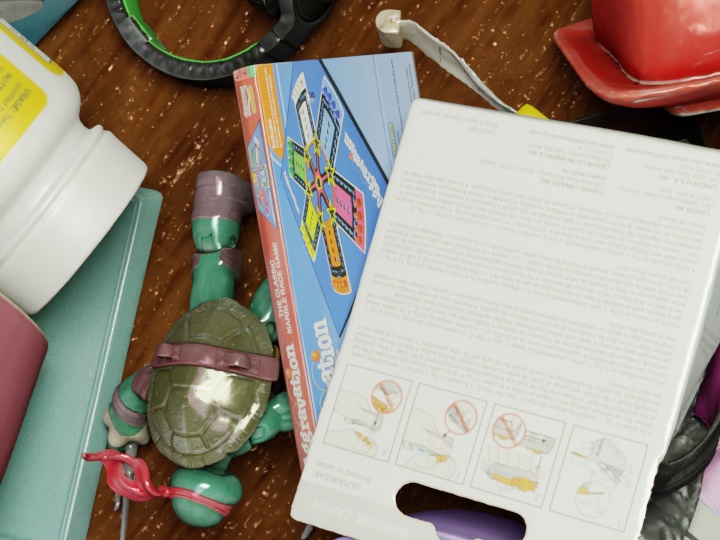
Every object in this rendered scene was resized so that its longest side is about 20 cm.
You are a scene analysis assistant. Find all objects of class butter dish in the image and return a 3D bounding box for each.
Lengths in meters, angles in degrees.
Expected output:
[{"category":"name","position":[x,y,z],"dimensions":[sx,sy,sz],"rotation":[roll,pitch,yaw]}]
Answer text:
[{"category":"butter dish","position":[0.184,-0.166,0.765],"dimensions":[0.197,0.200,0.149],"rotation":[-11,108,3]}]

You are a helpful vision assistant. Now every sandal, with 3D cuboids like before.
[{"category":"sandal","position":[0.138,0.044,0.748],"dimensions":[0.075,0.048,0.202],"rotation":[22,82,-3]}]

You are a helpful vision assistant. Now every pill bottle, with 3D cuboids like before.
[{"category":"pill bottle","position":[-0.207,-0.077,0.796],"dimensions":[0.200,0.114,0.115],"rotation":[40,84,-13]}]

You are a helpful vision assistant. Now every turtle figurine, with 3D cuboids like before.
[{"category":"turtle figurine","position":[-0.058,0.054,0.809],"dimensions":[0.148,0.101,0.202],"rotation":[10,77,11]}]

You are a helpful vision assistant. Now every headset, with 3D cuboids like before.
[{"category":"headset","position":[-0.044,-0.184,0.880],"dimensions":[0.200,0.094,0.124],"rotation":[-42,74,13]}]

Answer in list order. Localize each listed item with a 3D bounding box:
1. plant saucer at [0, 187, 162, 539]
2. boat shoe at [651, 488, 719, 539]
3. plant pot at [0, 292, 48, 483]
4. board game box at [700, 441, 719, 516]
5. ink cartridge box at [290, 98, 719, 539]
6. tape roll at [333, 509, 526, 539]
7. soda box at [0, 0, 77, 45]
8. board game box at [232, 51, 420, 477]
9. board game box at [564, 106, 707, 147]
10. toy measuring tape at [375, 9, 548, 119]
[{"category":"plant saucer","position":[-0.158,0.048,0.862],"dimensions":[0.069,0.019,0.202],"rotation":[10,79,7]},{"category":"boat shoe","position":[0.132,0.129,0.793],"dimensions":[0.199,0.071,0.064],"rotation":[38,83,9]},{"category":"plant pot","position":[-0.246,0.078,0.781],"dimensions":[0.199,0.200,0.180],"rotation":[27,72,9]},{"category":"board game box","position":[0.201,0.043,0.786],"dimensions":[0.199,0.039,0.159],"rotation":[38,92,14]},{"category":"ink cartridge box","position":[0.072,0.033,0.734],"dimensions":[0.161,0.057,0.202],"rotation":[13,86,27]},{"category":"tape roll","position":[0.033,0.213,0.755],"dimensions":[0.198,0.085,0.202],"rotation":[-1,87,18]},{"category":"soda box","position":[-0.148,-0.194,0.842],"dimensions":[0.200,0.068,0.064],"rotation":[-41,76,23]},{"category":"board game box","position":[0.000,0.000,0.789],"dimensions":[0.019,0.102,0.202],"rotation":[-7,93,47]},{"category":"board game box","position":[0.086,-0.017,0.850],"dimensions":[0.198,0.023,0.106],"rotation":[-14,80,2]},{"category":"toy measuring tape","position":[0.068,-0.046,0.814],"dimensions":[0.200,0.074,0.074],"rotation":[40,85,15]}]
